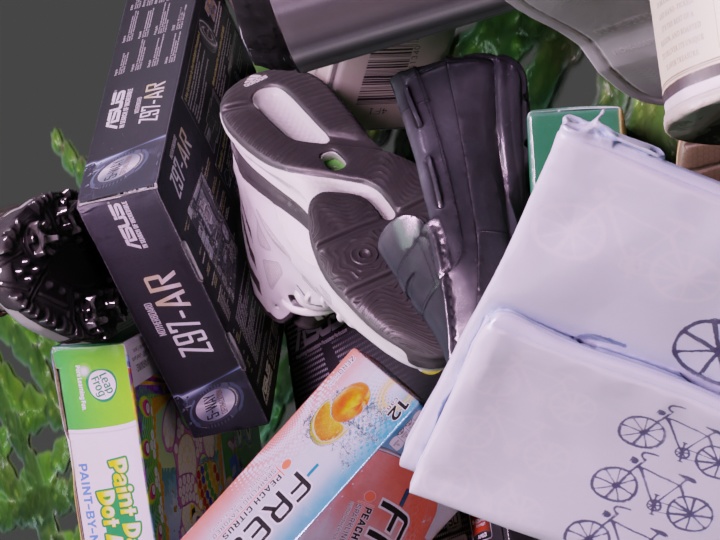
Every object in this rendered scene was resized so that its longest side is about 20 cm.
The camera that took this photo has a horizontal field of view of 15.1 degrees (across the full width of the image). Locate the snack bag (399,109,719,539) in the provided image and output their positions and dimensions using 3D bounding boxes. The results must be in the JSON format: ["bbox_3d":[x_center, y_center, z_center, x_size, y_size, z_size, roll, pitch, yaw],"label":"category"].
[{"bbox_3d":[0.131,0.047,1.041,0.021,0.188,0.200,-71,4,-50],"label":"snack bag"}]

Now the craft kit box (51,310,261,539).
[{"bbox_3d":[-0.097,0.116,1.424,0.200,0.048,0.198,-37,-58,-73],"label":"craft kit box"}]

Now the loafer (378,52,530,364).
[{"bbox_3d":[0.043,-0.004,1.208,0.068,0.070,0.201,73,-165,-63],"label":"loafer"}]

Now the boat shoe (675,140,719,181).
[{"bbox_3d":[0.156,0.010,1.111,0.068,0.072,0.200,-75,-12,-64],"label":"boat shoe"}]

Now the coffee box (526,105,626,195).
[{"bbox_3d":[0.100,0.031,1.171,0.123,0.044,0.200,20,-114,-83],"label":"coffee box"}]

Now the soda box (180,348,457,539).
[{"bbox_3d":[-0.035,0.136,1.261,0.200,0.064,0.068,-48,36,-2],"label":"soda box"}]

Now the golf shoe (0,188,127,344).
[{"bbox_3d":[-0.160,0.002,1.343,0.200,0.094,0.078,-13,-89,-76],"label":"golf shoe"}]

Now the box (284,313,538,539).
[{"bbox_3d":[0.031,0.077,1.360,0.200,0.044,0.161,-29,67,59],"label":"box"}]

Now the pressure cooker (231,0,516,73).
[{"bbox_3d":[0.024,-0.192,1.199,0.179,0.200,0.176,49,-154,-81],"label":"pressure cooker"}]

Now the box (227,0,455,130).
[{"bbox_3d":[-0.025,-0.160,1.418,0.200,0.068,0.082,55,140,44],"label":"box"}]

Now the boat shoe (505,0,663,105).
[{"bbox_3d":[0.098,-0.130,1.083,0.075,0.200,0.060,-11,65,18],"label":"boat shoe"}]

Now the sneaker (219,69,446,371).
[{"bbox_3d":[0.000,0.000,1.318,0.201,0.076,0.115,52,157,38],"label":"sneaker"}]

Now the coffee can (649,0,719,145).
[{"bbox_3d":[0.167,-0.157,0.976,0.146,0.146,0.200,-19,75,61],"label":"coffee can"}]

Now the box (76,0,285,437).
[{"bbox_3d":[-0.082,-0.039,1.396,0.200,0.043,0.160,-84,-24,-49],"label":"box"}]
